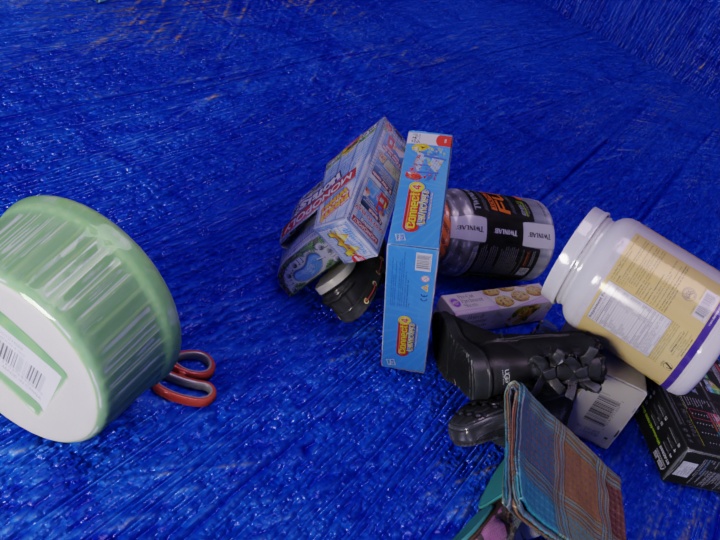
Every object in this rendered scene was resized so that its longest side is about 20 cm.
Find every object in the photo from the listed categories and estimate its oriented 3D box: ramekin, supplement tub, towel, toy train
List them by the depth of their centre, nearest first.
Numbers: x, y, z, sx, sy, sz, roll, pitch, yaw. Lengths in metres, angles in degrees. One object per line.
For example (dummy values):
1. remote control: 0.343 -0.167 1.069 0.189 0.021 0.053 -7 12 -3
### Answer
1. ramekin: -0.261 0.049 0.661 0.197 0.202 0.098 29 41 7
2. towel: 0.212 0.220 0.787 0.199 0.022 0.148 41 38 -24
3. supplement tub: 0.327 0.032 0.906 0.198 0.148 0.145 35 35 19
4. toy train: 0.215 0.113 0.999 0.034 0.046 0.200 33 35 14
5. supplement tub: 0.173 -0.051 1.124 0.196 0.124 0.124 4 39 -28

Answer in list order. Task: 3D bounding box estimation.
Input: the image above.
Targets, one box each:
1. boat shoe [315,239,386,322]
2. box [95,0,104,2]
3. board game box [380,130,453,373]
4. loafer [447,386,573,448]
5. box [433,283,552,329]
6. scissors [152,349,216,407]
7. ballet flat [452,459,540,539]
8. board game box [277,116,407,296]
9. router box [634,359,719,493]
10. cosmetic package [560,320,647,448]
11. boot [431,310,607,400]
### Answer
1. boat shoe: -0.002 0.001 1.002 0.064 0.073 0.202 52 24 -11
2. box: -0.538 -0.576 1.417 0.197 0.083 0.049 29 33 6
3. board game box: 0.067 -0.023 0.916 0.054 0.203 0.198 7 45 6
4. loafer: 0.175 0.172 0.869 0.197 0.072 0.067 -6 3 -42
5. box: 0.185 0.052 1.067 0.196 0.039 0.042 -5 42 -36
6. scissors: -0.236 0.086 0.781 0.196 0.014 0.074 19 36 -11
7. ballet flat: 0.143 0.249 0.764 0.071 0.069 0.199 49 40 5
8. board game box: -0.030 -0.066 0.947 0.062 0.198 0.202 44 26 -22
9. router box: 0.436 0.190 1.018 0.146 0.063 0.202 14 35 -14
10. cosmetic package: 0.309 0.116 1.003 0.072 0.105 0.201 23 33 0
11. boot: 0.179 0.094 0.904 0.158 0.075 0.198 -5 14 -11
